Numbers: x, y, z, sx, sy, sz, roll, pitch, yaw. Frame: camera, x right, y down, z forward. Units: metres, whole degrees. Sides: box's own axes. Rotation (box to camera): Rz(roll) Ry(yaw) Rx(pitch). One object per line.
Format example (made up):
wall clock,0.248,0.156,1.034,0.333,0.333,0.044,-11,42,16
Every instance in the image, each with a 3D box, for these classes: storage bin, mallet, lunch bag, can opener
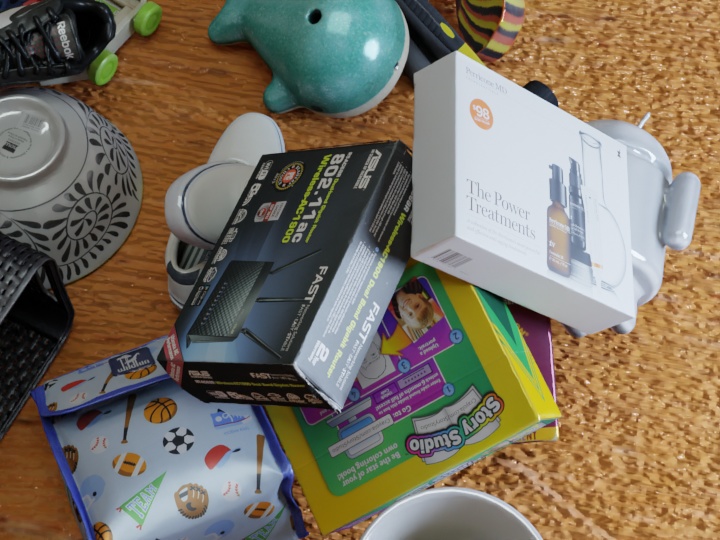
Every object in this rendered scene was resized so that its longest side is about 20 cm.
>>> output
storage bin,-0.326,0.073,1.210,0.093,0.136,0.201,26,66,12
mallet,0.089,-0.190,1.380,0.200,0.041,0.066,39,71,-6
lunch bag,-0.156,0.138,1.195,0.169,0.124,0.201,-20,51,-11
can opener,0.023,-0.260,1.433,0.053,0.067,0.201,-29,66,-15

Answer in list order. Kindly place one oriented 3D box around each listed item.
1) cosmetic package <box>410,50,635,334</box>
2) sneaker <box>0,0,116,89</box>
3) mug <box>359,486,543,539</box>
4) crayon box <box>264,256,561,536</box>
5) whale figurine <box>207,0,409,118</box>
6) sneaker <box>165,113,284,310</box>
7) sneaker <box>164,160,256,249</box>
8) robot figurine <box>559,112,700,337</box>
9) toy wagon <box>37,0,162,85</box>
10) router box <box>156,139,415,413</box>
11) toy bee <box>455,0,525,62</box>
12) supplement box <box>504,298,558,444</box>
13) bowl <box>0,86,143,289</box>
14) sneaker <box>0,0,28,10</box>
cosmetic package,0.124,-0.055,1.137,0.199,0.051,0.152,22,57,-37
sneaker,-0.292,-0.192,1.300,0.200,0.072,0.097,-27,22,-38
mug,0.055,0.271,1.106,0.148,0.154,0.188,21,64,9
crayon box,0.025,0.080,1.158,0.199,0.058,0.174,-30,78,21
whale figurine,-0.055,-0.222,1.386,0.199,0.104,0.160,25,85,23
sneaker,-0.113,-0.059,1.314,0.072,0.071,0.202,13,63,6
sneaker,-0.073,-0.057,1.249,0.199,0.070,0.074,-7,91,-49
robot figurine,0.206,-0.045,1.298,0.168,0.113,0.202,-3,59,28
toy wagon,-0.263,-0.264,1.446,0.154,0.040,0.200,32,66,14
router box,-0.045,0.003,1.119,0.149,0.062,0.201,-2,54,43
toy bee,0.112,-0.306,1.424,0.131,0.108,0.201,-27,85,-55
supplement box,0.093,0.039,1.225,0.109,0.086,0.202,-4,88,-4
bowl,-0.294,-0.091,1.324,0.198,0.094,0.203,1,63,-1
sneaker,-0.344,-0.233,1.369,0.073,0.082,0.201,27,82,13
